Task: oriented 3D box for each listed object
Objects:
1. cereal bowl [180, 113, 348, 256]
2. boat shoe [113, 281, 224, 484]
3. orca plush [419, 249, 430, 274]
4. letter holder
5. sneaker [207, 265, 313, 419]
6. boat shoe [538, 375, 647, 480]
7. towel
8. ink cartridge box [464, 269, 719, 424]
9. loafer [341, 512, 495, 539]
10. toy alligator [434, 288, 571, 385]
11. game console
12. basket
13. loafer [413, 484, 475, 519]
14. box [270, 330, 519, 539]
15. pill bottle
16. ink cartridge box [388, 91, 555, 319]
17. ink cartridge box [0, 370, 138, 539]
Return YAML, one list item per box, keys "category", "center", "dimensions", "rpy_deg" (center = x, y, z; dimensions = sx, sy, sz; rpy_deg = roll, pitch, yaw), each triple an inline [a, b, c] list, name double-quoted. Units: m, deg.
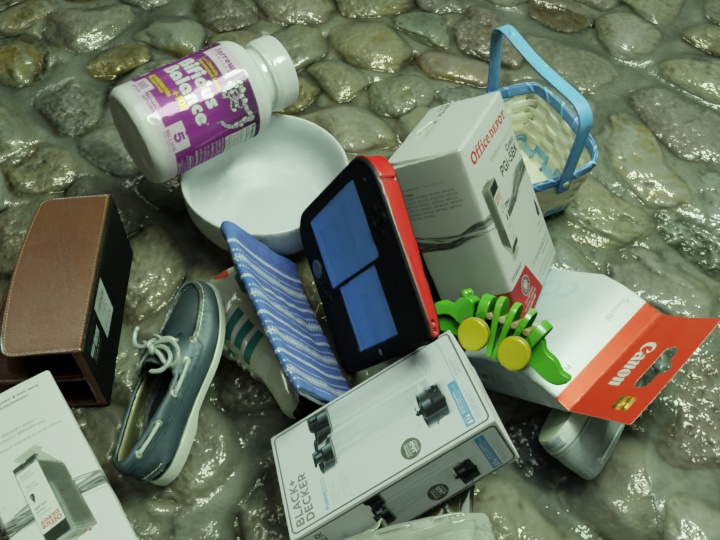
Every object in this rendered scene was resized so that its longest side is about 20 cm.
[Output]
- category: "cereal bowl"
  center: [-0.111, -0.091, 0.913]
  dimensions: [0.196, 0.084, 0.203]
  rpy_deg: [1, 51, -1]
- category: "boat shoe"
  center: [-0.187, 0.098, 0.736]
  dimensions: [0.074, 0.062, 0.204]
  rpy_deg: [-3, 64, 39]
- category: "orca plush"
  center: [0.073, -0.051, 0.833]
  dimensions: [0.198, 0.072, 0.105]
  rpy_deg: [2, 36, -47]
- category: "letter holder"
  center: [-0.330, 0.031, 0.801]
  dimensions: [0.139, 0.101, 0.203]
  rpy_deg: [-3, 52, -2]
- category: "sneaker"
  center: [-0.116, 0.081, 0.798]
  dimensions: [0.092, 0.071, 0.202]
  rpy_deg: [-27, 57, 0]
- category: "boat shoe"
  center: [0.251, 0.127, 0.771]
  dimensions: [0.072, 0.070, 0.201]
  rpy_deg: [45, 55, 2]
- category: "towel"
  center: [-0.068, 0.048, 0.766]
  dimensions: [0.024, 0.145, 0.202]
  rpy_deg: [-34, 60, 9]
- category: "ink cartridge box"
  center: [0.220, 0.066, 0.751]
  dimensions: [0.159, 0.048, 0.199]
  rpy_deg: [-37, 21, -25]
- category: "loafer"
  center: [0.015, 0.239, 0.613]
  dimensions: [0.196, 0.071, 0.070]
  rpy_deg: [-14, 28, 15]
- category: "toy alligator"
  center: [0.112, 0.043, 0.722]
  dimensions: [0.198, 0.055, 0.059]
  rpy_deg: [25, 13, 24]
- category: "game console"
  center: [0.000, 0.000, 0.740]
  dimensions: [0.031, 0.200, 0.180]
  rpy_deg: [-10, 79, -26]
- category: "basket"
  center: [0.199, -0.161, 0.901]
  dimensions: [0.137, 0.202, 0.178]
  rpy_deg: [-18, 53, -16]
- category: "loafer"
  center: [0.062, 0.208, 0.682]
  dimensions: [0.068, 0.076, 0.203]
  rpy_deg: [9, 51, -12]
- category: "box"
  center: [0.024, 0.156, 0.671]
  dimensions: [0.198, 0.060, 0.117]
  rpy_deg: [-32, 39, 8]
- category: "pill bottle"
  center: [-0.171, -0.190, 0.865]
  dimensions: [0.198, 0.113, 0.112]
  rpy_deg: [-32, 59, -23]
- category: "ink cartridge box"
  center: [0.121, -0.058, 0.789]
  dimensions: [0.082, 0.202, 0.147]
  rpy_deg: [-9, 29, 33]
- category: "ink cartridge box"
  center: [-0.240, 0.210, 0.630]
  dimensions: [0.082, 0.148, 0.200]
  rpy_deg: [-27, 58, -24]
